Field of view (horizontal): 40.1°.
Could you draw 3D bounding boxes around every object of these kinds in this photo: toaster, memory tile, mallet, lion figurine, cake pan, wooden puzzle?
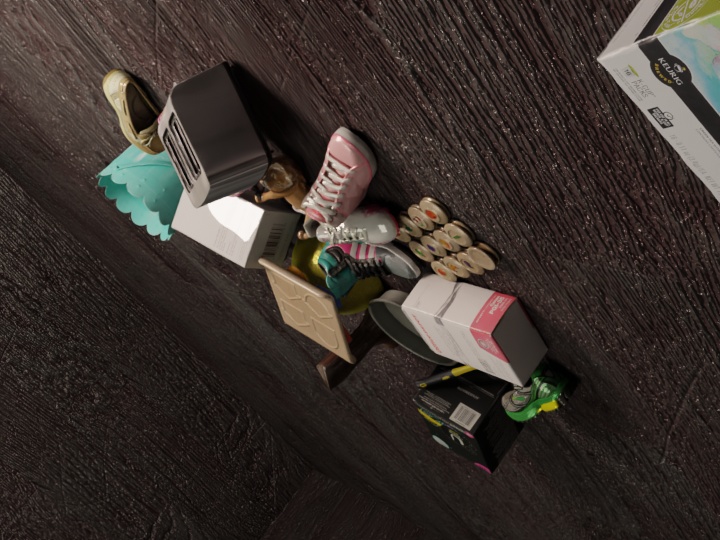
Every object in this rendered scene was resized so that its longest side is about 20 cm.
[{"bbox_3d":[-0.227,-0.200,1.545,0.200,0.119,0.181,64,161,0],"label":"toaster"},{"bbox_3d":[0.122,-0.043,1.521,0.153,0.017,0.200,41,161,-9],"label":"memory tile"},{"bbox_3d":[0.186,0.193,1.824,0.066,0.041,0.200,37,139,-18],"label":"mallet"},{"bbox_3d":[-0.104,-0.125,1.691,0.122,0.073,0.200,-12,144,45],"label":"lion figurine"},{"bbox_3d":[0.107,0.105,1.855,0.200,0.037,0.200,31,159,13],"label":"cake pan"},{"bbox_3d":[-0.088,0.065,1.800,0.185,0.046,0.200,29,152,37],"label":"wooden puzzle"}]

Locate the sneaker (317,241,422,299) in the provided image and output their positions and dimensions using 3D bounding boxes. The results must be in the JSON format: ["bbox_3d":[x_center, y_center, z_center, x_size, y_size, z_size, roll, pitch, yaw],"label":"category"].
[{"bbox_3d":[0.000,0.000,1.687,0.200,0.121,0.084,22,156,39],"label":"sneaker"}]

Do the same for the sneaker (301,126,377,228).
[{"bbox_3d":[-0.035,-0.127,1.480,0.075,0.105,0.200,37,161,11],"label":"sneaker"}]

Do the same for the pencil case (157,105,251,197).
[{"bbox_3d":[-0.263,-0.219,1.728,0.200,0.083,0.087,49,-162,-31],"label":"pencil case"}]

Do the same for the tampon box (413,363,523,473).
[{"bbox_3d":[0.215,0.282,1.949,0.150,0.126,0.200,27,159,32],"label":"tampon box"}]

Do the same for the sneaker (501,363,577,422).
[{"bbox_3d":[0.297,0.202,1.711,0.085,0.078,0.200,45,153,1],"label":"sneaker"}]

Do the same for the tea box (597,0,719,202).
[{"bbox_3d":[0.321,-0.146,0.704,0.200,0.134,0.197,43,161,-15],"label":"tea box"}]

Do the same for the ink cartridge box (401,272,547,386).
[{"bbox_3d":[0.185,0.093,1.620,0.200,0.083,0.147,18,154,45],"label":"ink cartridge box"}]

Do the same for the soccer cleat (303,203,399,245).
[{"bbox_3d":[-0.018,-0.066,1.592,0.200,0.086,0.070,12,130,56],"label":"soccer cleat"}]

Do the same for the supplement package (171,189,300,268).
[{"bbox_3d":[-0.234,-0.094,1.851,0.200,0.117,0.117,28,-166,29],"label":"supplement package"}]

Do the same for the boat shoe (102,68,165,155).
[{"bbox_3d":[-0.413,-0.289,1.860,0.063,0.073,0.201,30,153,37],"label":"boat shoe"}]

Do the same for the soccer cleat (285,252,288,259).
[{"bbox_3d":[-0.230,-0.082,2.044,0.200,0.068,0.073,32,-175,5],"label":"soccer cleat"}]

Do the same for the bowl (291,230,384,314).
[{"bbox_3d":[-0.065,0.025,1.894,0.200,0.108,0.200,34,162,13],"label":"bowl"}]

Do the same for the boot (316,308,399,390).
[{"bbox_3d":[-0.005,0.171,1.980,0.064,0.200,0.186,28,159,29],"label":"boot"}]

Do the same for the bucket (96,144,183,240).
[{"bbox_3d":[-0.430,-0.175,2.060,0.207,0.135,0.207,34,163,12],"label":"bucket"}]
